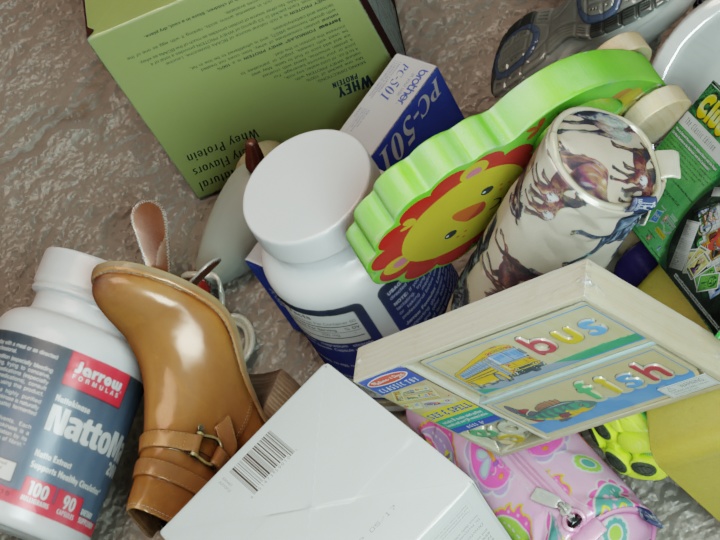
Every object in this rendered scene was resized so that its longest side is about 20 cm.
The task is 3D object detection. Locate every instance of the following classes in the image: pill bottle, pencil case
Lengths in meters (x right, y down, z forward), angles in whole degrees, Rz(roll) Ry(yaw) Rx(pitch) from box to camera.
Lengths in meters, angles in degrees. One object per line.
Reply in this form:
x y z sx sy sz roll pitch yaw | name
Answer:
-0.220 0.092 1.682 0.119 0.119 0.201 12 77 33 | pill bottle
0.112 0.132 1.537 0.087 0.088 0.200 -38 47 -4 | pencil case
0.000 0.000 1.613 0.115 0.200 0.116 -13 51 17 | pill bottle
0.121 -0.011 1.465 0.089 0.200 0.078 17 47 -11 | pencil case

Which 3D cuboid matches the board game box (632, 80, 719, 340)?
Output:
0.220 -0.037 1.411 0.105 0.023 0.200 -52 24 13 | board game box

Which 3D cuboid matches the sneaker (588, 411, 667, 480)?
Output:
0.177 0.065 1.534 0.083 0.074 0.200 -20 28 0 | sneaker

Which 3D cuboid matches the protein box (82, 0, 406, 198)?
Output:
-0.087 -0.196 1.805 0.197 0.200 0.136 -21 49 11 | protein box

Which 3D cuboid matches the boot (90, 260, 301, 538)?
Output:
-0.134 0.103 1.616 0.076 0.200 0.156 -14 39 47 | boot

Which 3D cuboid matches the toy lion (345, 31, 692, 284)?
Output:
0.089 -0.065 1.491 0.200 0.191 0.069 -47 64 32 | toy lion

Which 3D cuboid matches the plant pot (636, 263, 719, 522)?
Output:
0.280 0.063 1.441 0.176 0.200 0.201 -25 47 26 | plant pot

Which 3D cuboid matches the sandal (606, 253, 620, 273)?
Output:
0.145 -0.036 1.673 0.082 0.050 0.203 -24 42 -13 | sandal

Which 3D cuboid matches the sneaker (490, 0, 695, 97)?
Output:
0.180 -0.168 1.681 0.200 0.087 0.075 -28 43 52 | sneaker

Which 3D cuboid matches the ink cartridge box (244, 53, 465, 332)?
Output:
0.003 -0.053 1.724 0.044 0.094 0.201 21 68 37 | ink cartridge box

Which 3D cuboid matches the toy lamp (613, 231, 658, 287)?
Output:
0.172 -0.033 1.584 0.058 0.058 0.200 -33 45 1 | toy lamp

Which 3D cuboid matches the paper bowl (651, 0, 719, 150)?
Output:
0.291 -0.095 1.568 0.199 0.104 0.203 1 93 16 | paper bowl

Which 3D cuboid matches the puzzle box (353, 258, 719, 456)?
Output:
0.108 0.056 1.400 0.199 0.133 0.026 -23 48 45 | puzzle box

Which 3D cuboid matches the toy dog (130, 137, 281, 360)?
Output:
-0.111 -0.027 1.760 0.131 0.096 0.201 19 66 37 | toy dog

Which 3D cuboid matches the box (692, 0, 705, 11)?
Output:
0.344 -0.177 1.631 0.199 0.117 0.060 -5 50 25 | box

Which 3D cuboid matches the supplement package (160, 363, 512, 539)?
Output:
0.008 0.197 1.460 0.152 0.200 0.150 -45 48 -10 | supplement package
